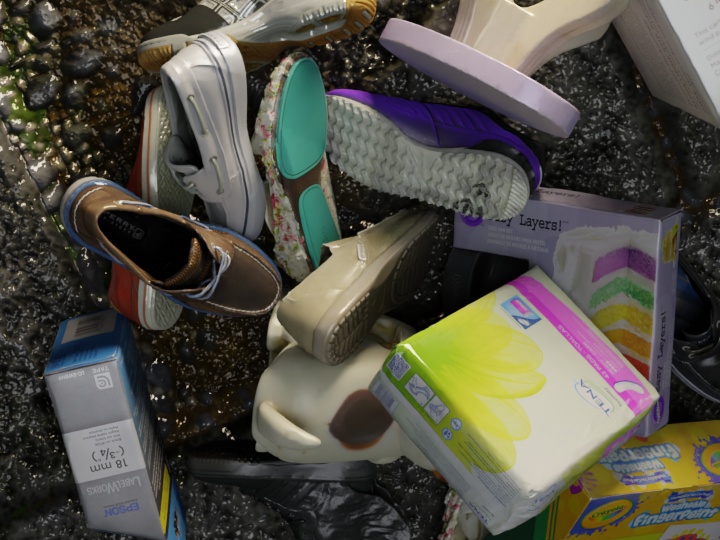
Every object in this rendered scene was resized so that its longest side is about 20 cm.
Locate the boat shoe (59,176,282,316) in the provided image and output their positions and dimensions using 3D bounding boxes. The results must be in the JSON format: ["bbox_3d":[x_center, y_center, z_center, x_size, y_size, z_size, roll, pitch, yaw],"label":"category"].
[{"bbox_3d":[-0.140,-0.006,1.207,0.199,0.072,0.073,23,95,-29],"label":"boat shoe"}]

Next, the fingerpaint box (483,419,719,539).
[{"bbox_3d":[0.213,0.211,1.300,0.199,0.074,0.167,-1,133,-34],"label":"fingerpaint box"}]

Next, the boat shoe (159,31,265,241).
[{"bbox_3d":[-0.126,-0.096,1.225,0.067,0.073,0.201,-28,134,-25],"label":"boat shoe"}]

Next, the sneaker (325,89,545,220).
[{"bbox_3d":[0.062,-0.106,1.272,0.199,0.100,0.070,23,129,18],"label":"sneaker"}]

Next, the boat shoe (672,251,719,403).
[{"bbox_3d":[0.285,0.041,1.333,0.070,0.066,0.201,-32,105,3],"label":"boat shoe"}]

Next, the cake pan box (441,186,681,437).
[{"bbox_3d":[0.163,0.027,1.277,0.199,0.052,0.186,12,107,33],"label":"cake pan box"}]

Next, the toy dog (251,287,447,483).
[{"bbox_3d":[0.017,0.101,1.264,0.198,0.194,0.141,7,95,1],"label":"toy dog"}]

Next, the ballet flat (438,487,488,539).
[{"bbox_3d":[0.103,0.246,1.364,0.075,0.064,0.201,10,103,-13],"label":"ballet flat"}]

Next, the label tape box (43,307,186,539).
[{"bbox_3d":[-0.200,0.148,1.274,0.063,0.144,0.201,-14,105,-2],"label":"label tape box"}]

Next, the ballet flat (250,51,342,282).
[{"bbox_3d":[-0.060,-0.080,1.262,0.075,0.064,0.201,-28,119,-45],"label":"ballet flat"}]

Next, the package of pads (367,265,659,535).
[{"bbox_3d":[0.121,0.096,1.169,0.155,0.200,0.068,48,132,15],"label":"package of pads"}]

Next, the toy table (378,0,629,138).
[{"bbox_3d":[0.113,-0.193,1.199,0.184,0.200,0.118,26,95,-54],"label":"toy table"}]

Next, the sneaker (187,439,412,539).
[{"bbox_3d":[-0.051,0.205,1.347,0.198,0.060,0.105,0,104,-6],"label":"sneaker"}]

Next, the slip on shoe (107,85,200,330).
[{"bbox_3d":[-0.175,-0.053,1.267,0.061,0.074,0.202,11,100,25],"label":"slip on shoe"}]

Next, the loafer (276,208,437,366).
[{"bbox_3d":[0.000,0.000,1.249,0.068,0.200,0.076,24,127,18],"label":"loafer"}]

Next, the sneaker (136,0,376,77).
[{"bbox_3d":[-0.087,-0.214,1.239,0.199,0.076,0.088,-15,77,8],"label":"sneaker"}]

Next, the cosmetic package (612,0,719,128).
[{"bbox_3d":[0.283,-0.232,1.192,0.164,0.200,0.166,-31,104,3],"label":"cosmetic package"}]
